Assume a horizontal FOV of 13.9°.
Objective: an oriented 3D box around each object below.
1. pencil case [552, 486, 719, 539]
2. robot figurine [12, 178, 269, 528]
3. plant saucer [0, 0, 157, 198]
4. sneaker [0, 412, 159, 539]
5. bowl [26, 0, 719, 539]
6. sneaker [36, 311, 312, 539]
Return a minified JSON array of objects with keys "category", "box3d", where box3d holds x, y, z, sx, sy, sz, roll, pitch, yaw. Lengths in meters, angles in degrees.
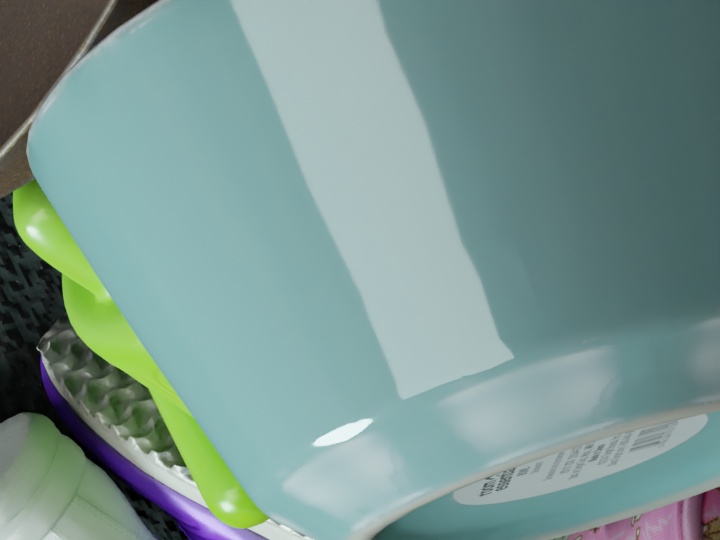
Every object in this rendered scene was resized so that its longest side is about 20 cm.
[{"category":"pencil case","box3d":[0.084,0.095,0.770,0.083,0.087,0.200,34,153,-4]},{"category":"robot figurine","box3d":[0.000,0.000,0.808,0.200,0.116,0.175,32,119,-27]},{"category":"plant saucer","box3d":[-0.086,-0.098,0.775,0.032,0.201,0.200,24,140,-33]},{"category":"sneaker","box3d":[-0.117,0.104,0.972,0.088,0.075,0.200,37,159,-15]},{"category":"bowl","box3d":[0.038,-0.003,0.633,0.201,0.200,0.105,-30,70,40]},{"category":"sneaker","box3d":[-0.025,0.088,0.930,0.200,0.070,0.100,32,137,19]}]
